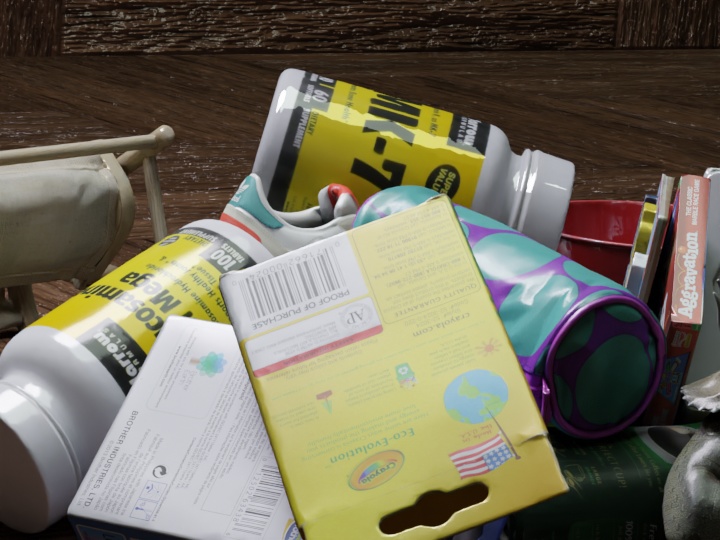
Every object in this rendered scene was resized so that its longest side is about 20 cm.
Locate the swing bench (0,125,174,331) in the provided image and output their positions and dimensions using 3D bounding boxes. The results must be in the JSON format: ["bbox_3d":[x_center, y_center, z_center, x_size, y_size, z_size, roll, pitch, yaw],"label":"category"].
[{"bbox_3d":[-0.255,-0.017,1.792,0.200,0.130,0.199,-8,0,43],"label":"swing bench"}]

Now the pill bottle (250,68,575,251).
[{"bbox_3d":[0.030,-0.051,1.680,0.199,0.115,0.114,15,11,-2],"label":"pill bottle"}]

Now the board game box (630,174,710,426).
[{"bbox_3d":[0.171,0.048,1.472,0.019,0.200,0.103,7,52,1],"label":"board game box"}]

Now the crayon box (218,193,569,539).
[{"bbox_3d":[0.016,0.066,1.248,0.127,0.051,0.200,-20,47,0],"label":"crayon box"}]

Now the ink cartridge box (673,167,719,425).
[{"bbox_3d":[0.229,0.039,1.542,0.084,0.146,0.200,6,-15,3],"label":"ink cartridge box"}]

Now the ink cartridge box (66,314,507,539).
[{"bbox_3d":[-0.028,0.109,1.307,0.199,0.076,0.137,8,53,25],"label":"ink cartridge box"}]

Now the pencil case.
[{"bbox_3d":[0.074,0.021,1.419,0.092,0.085,0.200,-21,30,-30],"label":"pencil case"}]

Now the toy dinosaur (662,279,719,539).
[{"bbox_3d":[0.194,0.116,1.318,0.102,0.200,0.077,21,-19,1],"label":"toy dinosaur"}]

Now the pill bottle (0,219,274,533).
[{"bbox_3d":[-0.133,0.062,1.472,0.112,0.113,0.200,14,37,42],"label":"pill bottle"}]

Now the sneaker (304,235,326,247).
[{"bbox_3d":[-0.026,0.061,1.449,0.076,0.200,0.092,20,55,2],"label":"sneaker"}]

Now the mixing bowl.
[{"bbox_3d":[0.216,0.017,1.933,0.199,0.109,0.200,4,12,-1],"label":"mixing bowl"}]

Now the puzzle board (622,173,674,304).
[{"bbox_3d":[0.149,0.051,1.497,0.017,0.201,0.151,14,12,6],"label":"puzzle board"}]

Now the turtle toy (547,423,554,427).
[{"bbox_3d":[0.052,0.092,1.513,0.145,0.101,0.200,-2,12,-25],"label":"turtle toy"}]

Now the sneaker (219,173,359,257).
[{"bbox_3d":[-0.001,0.000,1.607,0.199,0.094,0.070,17,2,-22],"label":"sneaker"}]

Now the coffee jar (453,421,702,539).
[{"bbox_3d":[0.149,0.130,1.386,0.199,0.086,0.104,-1,23,-19],"label":"coffee jar"}]
